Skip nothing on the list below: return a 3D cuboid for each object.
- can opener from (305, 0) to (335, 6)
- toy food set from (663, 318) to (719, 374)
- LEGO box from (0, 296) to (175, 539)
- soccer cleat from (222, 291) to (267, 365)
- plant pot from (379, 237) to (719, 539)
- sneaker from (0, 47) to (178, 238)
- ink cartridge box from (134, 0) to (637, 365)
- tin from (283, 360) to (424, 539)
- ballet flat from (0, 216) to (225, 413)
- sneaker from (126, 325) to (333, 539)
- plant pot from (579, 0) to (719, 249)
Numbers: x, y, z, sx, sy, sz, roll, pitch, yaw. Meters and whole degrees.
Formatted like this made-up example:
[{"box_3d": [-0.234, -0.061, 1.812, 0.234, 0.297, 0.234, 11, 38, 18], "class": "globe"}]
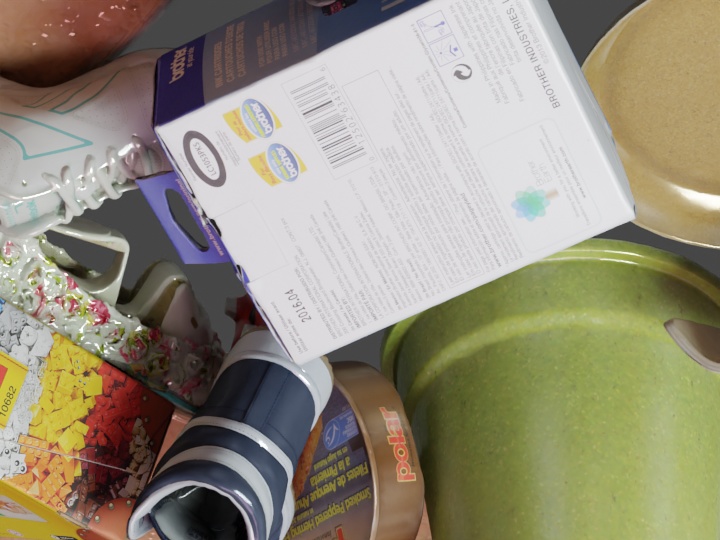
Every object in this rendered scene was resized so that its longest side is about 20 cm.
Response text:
[{"box_3d": [0.029, -0.156, 0.930, 0.198, 0.064, 0.079, -8, 141, 11], "class": "can opener"}, {"box_3d": [0.262, 0.000, 1.114, 0.199, 0.061, 0.143, -30, 157, 27], "class": "toy food set"}, {"box_3d": [-0.215, 0.069, 1.146, 0.199, 0.078, 0.149, -3, 150, 47], "class": "LEGO box"}, {"box_3d": [0.000, 0.000, 1.122, 0.085, 0.069, 0.200, 21, 130, -22], "class": "soccer cleat"}, {"box_3d": [0.109, 0.117, 1.178, 0.198, 0.185, 0.201, 1, 142, 0], "class": "plant pot"}, {"box_3d": [-0.132, -0.051, 1.052, 0.198, 0.081, 0.071, -3, 140, 2], "class": "sneaker"}, {"box_3d": [0.000, -0.052, 0.997, 0.199, 0.077, 0.137, -25, 118, 10], "class": "ink cartridge box"}, {"box_3d": [-0.029, 0.118, 1.221, 0.042, 0.113, 0.200, -3, 163, -31], "class": "tin"}, {"box_3d": [-0.123, 0.016, 1.150, 0.199, 0.076, 0.064, 28, 101, -38], "class": "ballet flat"}, {"box_3d": [-0.073, 0.123, 1.131, 0.070, 0.109, 0.201, 24, 141, 2], "class": "sneaker"}, {"box_3d": [0.192, -0.081, 1.054, 0.198, 0.028, 0.201, 1, 142, 1], "class": "plant pot"}]
